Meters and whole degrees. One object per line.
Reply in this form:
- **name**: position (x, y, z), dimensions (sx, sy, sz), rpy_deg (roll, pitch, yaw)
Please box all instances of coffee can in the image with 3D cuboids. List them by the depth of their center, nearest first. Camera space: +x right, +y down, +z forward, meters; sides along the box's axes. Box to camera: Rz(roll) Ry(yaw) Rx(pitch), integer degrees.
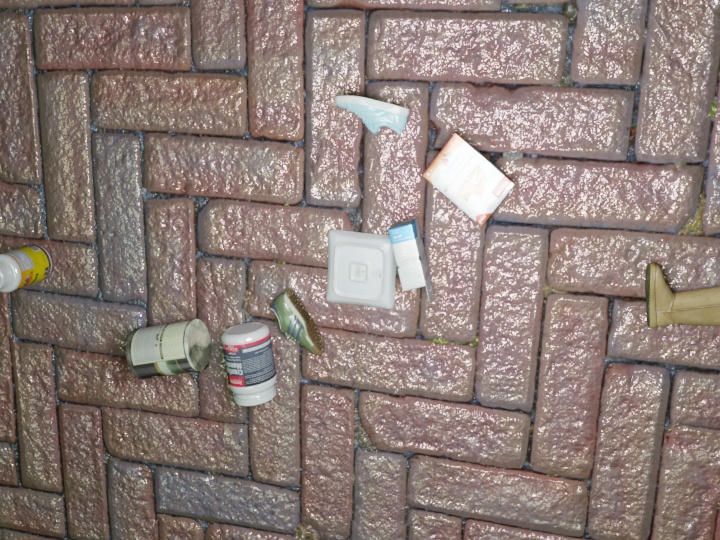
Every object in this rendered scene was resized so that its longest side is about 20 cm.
- **coffee can**: position (-0.549, 0.226, 1.894), dimensions (0.194, 0.146, 0.151), rpy_deg (-9, 101, 14)

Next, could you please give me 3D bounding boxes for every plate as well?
- **plate**: position (0.000, 0.000, 1.781), dimensions (0.194, 0.032, 0.206), rpy_deg (6, 103, 11)

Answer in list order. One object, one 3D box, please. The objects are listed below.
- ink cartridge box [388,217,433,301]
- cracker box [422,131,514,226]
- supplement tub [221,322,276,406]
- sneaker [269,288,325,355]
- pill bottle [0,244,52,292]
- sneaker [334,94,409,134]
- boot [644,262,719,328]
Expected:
- **ink cartridge box**: position (0.133, -0.023, 1.701), dimensions (0.066, 0.116, 0.206), rpy_deg (-12, 99, 15)
- **cracker box**: position (0.272, -0.230, 1.654), dimensions (0.199, 0.058, 0.135), rpy_deg (39, 108, 1)
- **supplement tub**: position (-0.310, 0.261, 1.852), dimensions (0.136, 0.140, 0.206), rpy_deg (-5, 101, 13)
- **sneaker**: position (-0.182, 0.158, 1.844), dimensions (0.089, 0.067, 0.203), rpy_deg (-28, 95, 24)
- **pill bottle**: position (-1.001, -0.003, 1.914), dimensions (0.106, 0.200, 0.113), rpy_deg (3, 104, 12)
- **sneaker**: position (0.023, -0.391, 1.665), dimensions (0.195, 0.074, 0.084), rpy_deg (15, 103, 10)
- **boot**: position (0.800, 0.056, 1.602), dimensions (0.194, 0.066, 0.180), rpy_deg (-6, 113, 14)
